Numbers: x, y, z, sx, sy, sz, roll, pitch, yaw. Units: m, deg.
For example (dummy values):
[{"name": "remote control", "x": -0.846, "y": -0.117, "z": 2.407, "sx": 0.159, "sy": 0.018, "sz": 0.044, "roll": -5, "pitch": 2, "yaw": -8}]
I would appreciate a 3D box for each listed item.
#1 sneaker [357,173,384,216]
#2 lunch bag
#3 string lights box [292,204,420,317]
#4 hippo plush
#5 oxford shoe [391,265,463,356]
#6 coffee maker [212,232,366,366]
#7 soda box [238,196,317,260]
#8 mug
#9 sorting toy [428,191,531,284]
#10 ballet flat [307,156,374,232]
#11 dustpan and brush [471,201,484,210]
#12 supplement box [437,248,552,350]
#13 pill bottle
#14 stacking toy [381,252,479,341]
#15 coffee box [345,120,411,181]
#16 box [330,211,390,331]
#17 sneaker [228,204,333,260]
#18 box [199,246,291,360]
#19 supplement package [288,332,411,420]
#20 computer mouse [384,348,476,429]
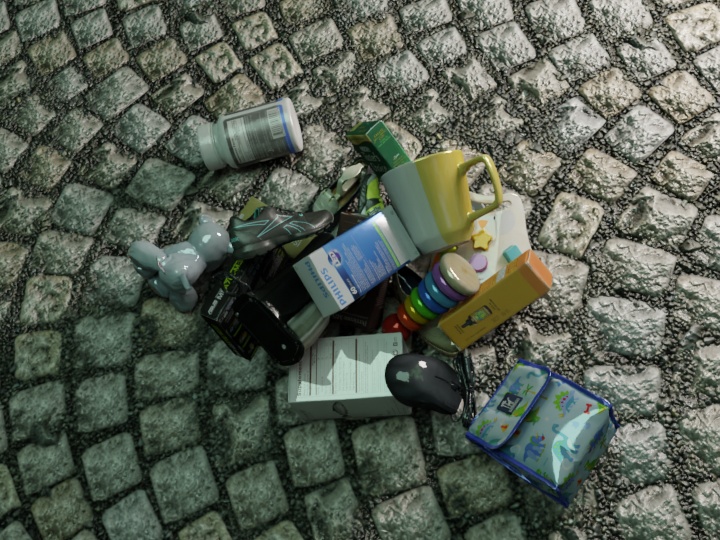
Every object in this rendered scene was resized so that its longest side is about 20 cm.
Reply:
[{"name": "sneaker", "x": 0.031, "y": -0.088, "z": 1.745, "sx": 0.076, "sy": 0.075, "sz": 0.201, "roll": 0, "pitch": 77, "yaw": 2}, {"name": "lunch bag", "x": 0.294, "y": 0.256, "z": 1.494, "sx": 0.200, "sy": 0.128, "sz": 0.170, "roll": 30, "pitch": 75, "yaw": 37}, {"name": "string lights box", "x": -0.004, "y": -0.017, "z": 1.508, "sx": 0.200, "sy": 0.059, "sz": 0.103, "roll": -33, "pitch": 94, "yaw": -36}, {"name": "hippo plush", "x": -0.336, "y": -0.038, "z": 1.736, "sx": 0.159, "sy": 0.200, "sz": 0.161, "roll": 40, "pitch": 68, "yaw": 3}, {"name": "oxford shoe", "x": 0.118, "y": 0.070, "z": 1.642, "sx": 0.071, "sy": 0.074, "sz": 0.200, "roll": -37, "pitch": 64, "yaw": -10}, {"name": "coffee maker", "x": -0.106, "y": 0.026, "z": 1.532, "sx": 0.134, "sy": 0.193, "sz": 0.200, "roll": -5, "pitch": 31, "yaw": 47}, {"name": "soda box", "x": -0.144, "y": -0.064, "z": 1.758, "sx": 0.199, "sy": 0.068, "sz": 0.064, "roll": 31, "pitch": 83, "yaw": 26}, {"name": "mug", "x": 0.135, "y": -0.115, "z": 1.554, "sx": 0.149, "sy": 0.186, "sz": 0.154, "roll": -15, "pitch": 85, "yaw": -28}, {"name": "sorting toy", "x": 0.219, "y": -0.053, "z": 1.638, "sx": 0.199, "sy": 0.107, "sz": 0.181, "roll": 4, "pitch": 85, "yaw": 14}, {"name": "ballet flat", "x": -0.045, "y": -0.151, "z": 1.789, "sx": 0.073, "sy": 0.073, "sz": 0.200, "roll": 39, "pitch": 77, "yaw": 25}, {"name": "dustpan and brush", "x": 0.211, "y": -0.089, "z": 1.709, "sx": 0.199, "sy": 0.057, "sz": 0.140, "roll": 14, "pitch": 68, "yaw": 18}, {"name": "supplement box", "x": 0.228, "y": 0.051, "z": 1.546, "sx": 0.200, "sy": 0.069, "sz": 0.067, "roll": -38, "pitch": 101, "yaw": 24}, {"name": "pill bottle", "x": -0.227, "y": -0.275, "z": 1.863, "sx": 0.199, "sy": 0.114, "sz": 0.114, "roll": -14, "pitch": 62, "yaw": 5}, {"name": "stacking toy", "x": 0.113, "y": 0.060, "z": 1.578, "sx": 0.200, "sy": 0.085, "sz": 0.086, "roll": -45, "pitch": 57, "yaw": 31}, {"name": "coffee box", "x": 0.061, "y": -0.191, "z": 1.700, "sx": 0.044, "sy": 0.200, "sz": 0.123, "roll": -42, "pitch": 20, "yaw": -9}, {"name": "box", "x": 0.000, "y": 0.000, "z": 1.654, "sx": 0.100, "sy": 0.075, "sz": 0.201, "roll": 13, "pitch": 98, "yaw": 19}, {"name": "sneaker", "x": -0.136, "y": -0.081, "z": 1.569, "sx": 0.199, "sy": 0.075, "sz": 0.080, "roll": -21, "pitch": 94, "yaw": -30}, {"name": "box", "x": -0.198, "y": 0.039, "z": 1.657, "sx": 0.047, "sy": 0.193, "sz": 0.201, "roll": 21, "pitch": 71, "yaw": 20}, {"name": "supplement package", "x": -0.016, "y": 0.187, "z": 1.588, "sx": 0.199, "sy": 0.117, "sz": 0.118, "roll": -5, "pitch": 65, "yaw": 10}, {"name": "computer mouse", "x": 0.130, "y": 0.185, "z": 1.523, "sx": 0.053, "sy": 0.199, "sz": 0.139, "roll": -27, "pitch": 57, "yaw": 47}]
